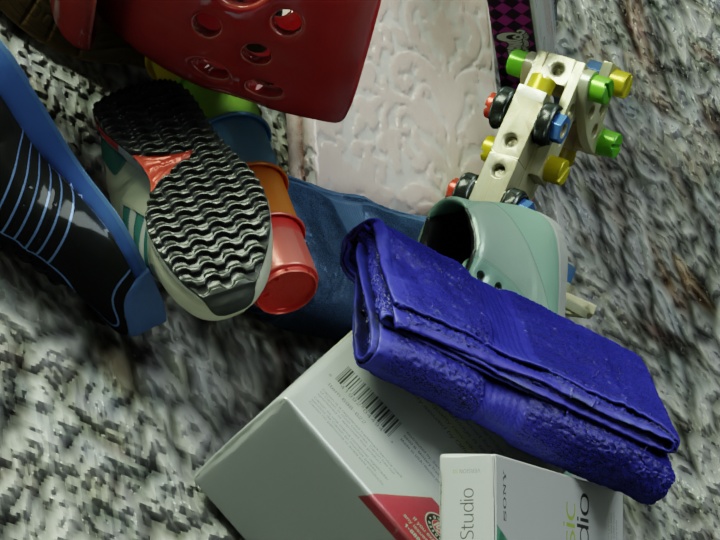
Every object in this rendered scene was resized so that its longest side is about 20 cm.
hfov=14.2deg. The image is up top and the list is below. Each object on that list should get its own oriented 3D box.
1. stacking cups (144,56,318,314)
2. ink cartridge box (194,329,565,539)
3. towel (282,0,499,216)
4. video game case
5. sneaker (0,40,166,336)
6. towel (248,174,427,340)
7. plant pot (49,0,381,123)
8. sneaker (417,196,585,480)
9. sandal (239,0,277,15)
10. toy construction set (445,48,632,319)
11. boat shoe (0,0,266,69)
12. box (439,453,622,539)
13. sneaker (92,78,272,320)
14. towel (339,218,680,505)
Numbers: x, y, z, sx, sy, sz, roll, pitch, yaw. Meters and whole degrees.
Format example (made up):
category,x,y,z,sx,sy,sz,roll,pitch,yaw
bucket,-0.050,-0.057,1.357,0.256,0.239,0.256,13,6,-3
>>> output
category,x,y,z,sx,sy,sz,roll,pitch,yaw
stacking cups,-0.068,-0.060,1.683,0.060,0.061,0.200,15,38,-43
ink cartridge box,0.018,0.110,1.611,0.145,0.083,0.200,48,29,1
towel,0.020,-0.121,1.886,0.200,0.032,0.192,9,73,-48
video game case,0.111,-0.229,1.967,0.200,0.036,0.182,73,20,-65
sneaker,-0.183,-0.036,1.558,0.200,0.078,0.070,57,-10,-18
towel,0.000,0.000,1.764,0.200,0.049,0.112,17,41,-41
plant pot,-0.073,-0.200,1.635,0.182,0.201,0.201,14,34,-3
sneaker,0.075,0.053,1.724,0.118,0.074,0.201,16,64,-50
sandal,-0.132,-0.209,1.835,0.200,0.075,0.045,36,19,-13
toy construction set,0.117,-0.059,1.900,0.131,0.092,0.201,47,51,-66
boat shoe,-0.149,-0.163,1.762,0.200,0.071,0.065,24,16,-27
box,0.094,0.180,1.552,0.200,0.036,0.145,20,68,-63
sneaker,-0.093,-0.021,1.608,0.070,0.094,0.200,-19,41,-12
towel,0.085,0.044,1.612,0.200,0.050,0.148,27,24,-18
